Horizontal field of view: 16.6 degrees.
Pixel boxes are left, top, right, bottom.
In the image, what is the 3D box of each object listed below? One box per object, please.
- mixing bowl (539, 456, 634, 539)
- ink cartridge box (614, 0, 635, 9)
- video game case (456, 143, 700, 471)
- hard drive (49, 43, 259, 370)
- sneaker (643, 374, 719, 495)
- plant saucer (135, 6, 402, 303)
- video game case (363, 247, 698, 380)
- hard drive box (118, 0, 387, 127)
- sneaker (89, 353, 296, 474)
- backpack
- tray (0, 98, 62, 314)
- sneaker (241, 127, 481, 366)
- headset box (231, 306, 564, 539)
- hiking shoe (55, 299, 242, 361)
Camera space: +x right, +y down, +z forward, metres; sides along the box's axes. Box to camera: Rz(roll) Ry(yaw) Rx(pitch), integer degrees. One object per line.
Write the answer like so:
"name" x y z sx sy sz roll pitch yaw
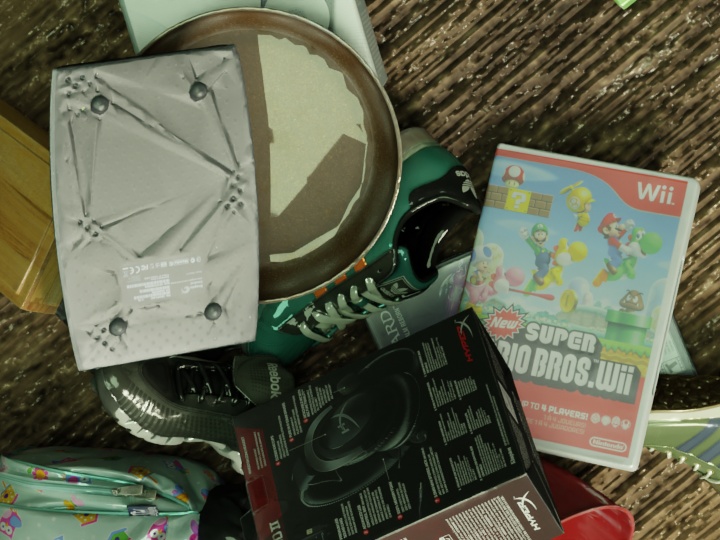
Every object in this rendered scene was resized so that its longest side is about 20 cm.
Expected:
"mixing bowl" 0.077 0.190 1.677 0.200 0.200 0.109 -45 63 11
"ink cartridge box" 0.202 -0.292 1.613 0.200 0.084 0.146 -39 96 10
"video game case" 0.138 0.023 1.660 0.142 0.017 0.201 11 80 16
"hard drive" -0.134 -0.043 1.582 0.134 0.042 0.201 -10 111 -18
"sneaker" 0.243 0.120 1.687 0.199 0.067 0.090 -4 109 -3
"plant saucer" -0.071 -0.077 1.628 0.199 0.032 0.201 1 107 3
"video game case" 0.116 0.046 1.716 0.199 0.019 0.143 -23 98 9
"hard drive box" -0.084 -0.198 1.659 0.155 0.077 0.201 -16 98 7
"sneaker" -0.091 0.084 1.663 0.090 0.067 0.200 -30 141 30
"backpack" -0.164 0.187 1.708 0.199 0.167 0.127 4 82 8
"tray" -0.257 -0.063 1.662 0.200 0.037 0.099 35 104 36
"sneaker" 0.000 0.000 1.677 0.200 0.071 0.080 -50 58 10
"headset box" 0.012 0.135 1.589 0.199 0.149 0.077 -26 134 9
"hiking shoe" -0.168 0.001 1.713 0.101 0.076 0.200 -39 103 0
